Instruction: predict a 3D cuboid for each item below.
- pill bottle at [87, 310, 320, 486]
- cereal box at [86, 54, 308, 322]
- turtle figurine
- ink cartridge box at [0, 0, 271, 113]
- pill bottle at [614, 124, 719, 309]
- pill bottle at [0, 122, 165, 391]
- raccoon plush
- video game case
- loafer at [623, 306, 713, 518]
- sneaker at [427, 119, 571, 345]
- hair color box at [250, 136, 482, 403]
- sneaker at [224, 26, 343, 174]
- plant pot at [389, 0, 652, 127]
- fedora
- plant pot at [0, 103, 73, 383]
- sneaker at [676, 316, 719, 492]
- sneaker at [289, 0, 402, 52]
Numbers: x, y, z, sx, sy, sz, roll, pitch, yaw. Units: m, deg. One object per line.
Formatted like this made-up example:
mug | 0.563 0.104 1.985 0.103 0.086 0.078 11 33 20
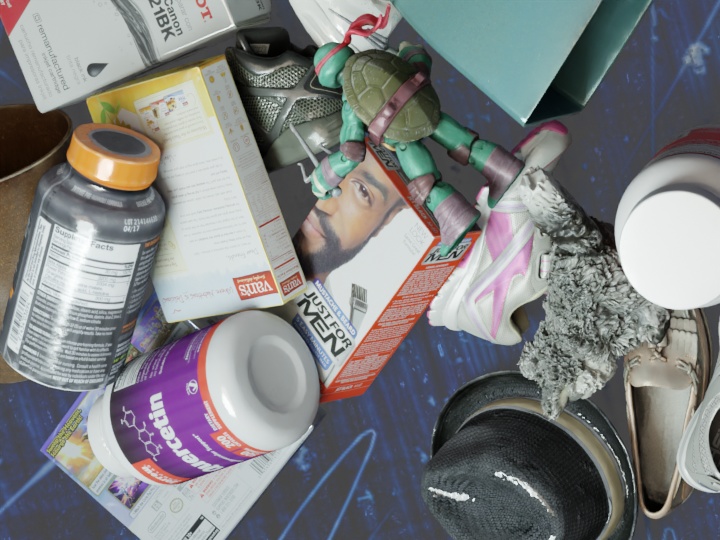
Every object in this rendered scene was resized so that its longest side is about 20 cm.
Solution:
pill bottle | -0.134 0.111 1.546 0.199 0.112 0.113 -23 96 41
cereal box | -0.133 -0.062 1.523 0.143 0.039 0.201 -8 106 42
turtle figurine | 0.021 -0.111 1.420 0.200 0.101 0.150 42 76 6
ink cartridge box | -0.194 -0.235 1.557 0.199 0.084 0.145 -20 96 21
pill bottle | 0.250 -0.038 1.396 0.111 0.200 0.113 5 106 17
pill bottle | -0.217 -0.014 1.506 0.106 0.106 0.201 24 113 11
raccoon plush | 0.144 0.017 1.449 0.134 0.097 0.200 -39 111 15
video game case | -0.157 0.141 1.661 0.181 0.045 0.200 40 112 4
loafer | 0.242 0.099 1.507 0.071 0.063 0.202 1 104 18
sneaker | 0.130 -0.026 1.510 0.088 0.081 0.201 27 119 9
hair color box | 0.000 0.000 1.524 0.111 0.064 0.200 53 127 25
sneaker | -0.094 -0.131 1.546 0.199 0.076 0.115 -21 91 41
plant pot | 0.105 -0.228 1.435 0.200 0.141 0.142 37 112 15
fedora | 0.121 0.178 1.524 0.199 0.091 0.202 10 108 35
plant pot | -0.312 -0.013 1.618 0.185 0.187 0.201 -2 118 19
sneaker | 0.308 0.081 1.452 0.074 0.082 0.202 17 92 -4
sneaker | -0.041 -0.264 1.515 0.088 0.075 0.200 -37 97 11
